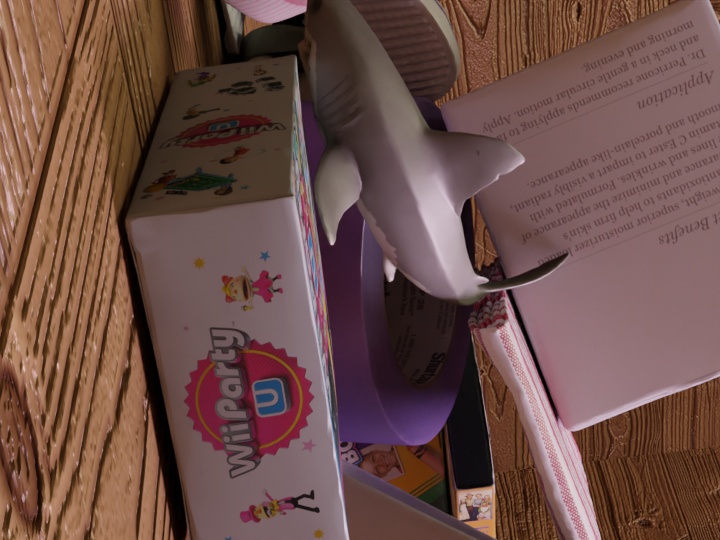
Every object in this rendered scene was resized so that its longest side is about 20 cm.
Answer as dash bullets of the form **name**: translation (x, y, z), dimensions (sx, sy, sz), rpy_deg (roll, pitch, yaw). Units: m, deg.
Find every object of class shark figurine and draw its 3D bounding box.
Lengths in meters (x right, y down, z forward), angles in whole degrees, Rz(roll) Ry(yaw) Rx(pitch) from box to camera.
- **shark figurine**: translation (0.044, -0.034, 0.713), dimensions (0.215, 0.089, 0.129), rpy_deg (55, 25, -38)

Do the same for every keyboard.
- **keyboard**: translation (-0.092, -0.207, 1.068), dimensions (0.200, 0.010, 0.057), rpy_deg (-96, 179, -68)

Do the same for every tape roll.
- **tape roll**: translation (0.000, 0.000, 0.873), dimensions (0.200, 0.084, 0.203), rpy_deg (0, 90, -69)

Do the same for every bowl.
- **bowl**: translation (0.028, 0.166, 0.818), dimensions (0.075, 0.198, 0.200), rpy_deg (-63, 166, -4)

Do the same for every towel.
- **towel**: translation (0.094, 0.078, 0.833), dimensions (0.200, 0.030, 0.148), rpy_deg (-68, 135, -79)

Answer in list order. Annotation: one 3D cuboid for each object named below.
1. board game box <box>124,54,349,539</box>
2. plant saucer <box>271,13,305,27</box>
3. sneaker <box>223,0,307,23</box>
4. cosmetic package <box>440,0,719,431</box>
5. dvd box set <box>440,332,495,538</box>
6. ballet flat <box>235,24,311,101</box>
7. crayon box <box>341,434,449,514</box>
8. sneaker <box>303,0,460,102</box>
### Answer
- **board game box**: translation (-0.046, 0.009, 0.612), dimensions (0.200, 0.063, 0.149), rpy_deg (-95, 177, -68)
- **plant saucer**: translation (-0.034, -0.189, 1.117), dimensions (0.201, 0.029, 0.201), rpy_deg (-53, -159, 30)
- **sneaker**: translation (-0.071, -0.208, 0.712), dimensions (0.201, 0.104, 0.076), rpy_deg (55, 37, -16)
- **cosmetic package**: translation (0.163, -0.030, 0.886), dimensions (0.165, 0.163, 0.202), rpy_deg (4, 65, -81)
- **dvd box set**: translation (0.076, 0.147, 1.071), dimensions (0.201, 0.029, 0.148), rpy_deg (84, 0, -50)
- **ballet flat**: translation (-0.039, -0.126, 0.977), dimensions (0.199, 0.064, 0.068), rpy_deg (5, -51, 51)
- **crayon box**: translation (-0.004, 0.099, 1.051), dimensions (0.058, 0.117, 0.203), rpy_deg (-94, 177, -79)
- **sneaker**: translation (-0.002, -0.198, 0.890), dimensions (0.201, 0.072, 0.115), rpy_deg (47, 37, -9)
